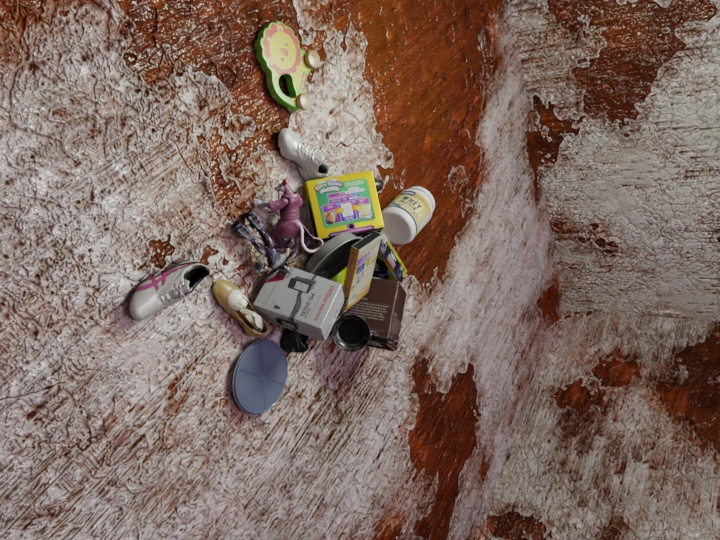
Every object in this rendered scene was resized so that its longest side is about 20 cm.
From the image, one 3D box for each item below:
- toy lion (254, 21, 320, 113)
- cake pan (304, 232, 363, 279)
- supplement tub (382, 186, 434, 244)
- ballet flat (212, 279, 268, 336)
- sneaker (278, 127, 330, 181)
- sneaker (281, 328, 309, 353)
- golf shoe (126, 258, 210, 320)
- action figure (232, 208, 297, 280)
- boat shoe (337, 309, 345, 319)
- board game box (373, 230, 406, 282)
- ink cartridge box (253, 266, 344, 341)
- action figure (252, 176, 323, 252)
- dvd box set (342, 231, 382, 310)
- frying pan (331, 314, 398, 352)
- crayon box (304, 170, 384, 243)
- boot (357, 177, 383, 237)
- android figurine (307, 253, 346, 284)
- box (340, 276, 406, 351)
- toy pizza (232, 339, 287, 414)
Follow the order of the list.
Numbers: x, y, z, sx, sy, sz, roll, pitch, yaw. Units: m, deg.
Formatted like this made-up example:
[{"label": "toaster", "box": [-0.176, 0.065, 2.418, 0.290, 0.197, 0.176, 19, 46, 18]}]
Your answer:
[{"label": "toy lion", "box": [-0.205, -0.552, 1.551, 0.191, 0.068, 0.201, 17, 79, -47]}, {"label": "cake pan", "box": [-0.078, -0.035, 1.626, 0.037, 0.200, 0.200, 49, 35, 16]}, {"label": "supplement tub", "box": [0.166, -0.197, 2.024, 0.200, 0.144, 0.145, -47, 129, -42]}, {"label": "ballet flat", "box": [-0.297, 0.095, 1.464, 0.069, 0.063, 0.200, -61, 137, -31]}, {"label": "sneaker", "box": [-0.148, -0.328, 1.608, 0.200, 0.099, 0.078, 43, 59, -47]}, {"label": "sneaker", "box": [-0.165, 0.138, 1.642, 0.075, 0.079, 0.201, 18, 76, -54]}, {"label": "golf shoe", "box": [-0.420, 0.038, 1.262, 0.200, 0.092, 0.073, -48, 131, -40]}, {"label": "action figure", "box": [-0.243, -0.058, 1.486, 0.130, 0.069, 0.200, -47, 112, -19]}, {"label": "boat shoe", "box": [-0.097, 0.138, 1.711, 0.200, 0.071, 0.064, -43, 135, -16]}, {"label": "board game box", "box": [0.035, -0.045, 1.832, 0.200, 0.164, 0.057, 55, 51, -41]}, {"label": "ink cartridge box", "box": [-0.159, 0.081, 1.529, 0.084, 0.199, 0.146, 85, 27, -58]}, {"label": "action figure", "box": [-0.191, -0.147, 1.534, 0.134, 0.148, 0.201, -29, 130, -43]}, {"label": "dvd box set", "box": [0.000, 0.000, 1.656, 0.146, 0.029, 0.201, -37, 146, -54]}, {"label": "frying pan", "box": [0.009, 0.177, 1.704, 0.031, 0.189, 0.116, -76, 154, -79]}, {"label": "crayon box", "box": [-0.048, -0.186, 1.666, 0.199, 0.058, 0.174, -11, 84, -12]}, {"label": "boot", "box": [0.016, -0.182, 1.760, 0.199, 0.175, 0.069, -25, 153, -15]}, {"label": "android figurine", "box": [-0.100, 0.025, 1.756, 0.200, 0.041, 0.183, 33, 66, -50]}, {"label": "box", "box": [0.041, 0.137, 1.822, 0.164, 0.165, 0.201, 48, 52, -69]}, {"label": "toy pizza", "box": [-0.271, 0.283, 1.543, 0.200, 0.032, 0.202, -8, 99, -53]}]
